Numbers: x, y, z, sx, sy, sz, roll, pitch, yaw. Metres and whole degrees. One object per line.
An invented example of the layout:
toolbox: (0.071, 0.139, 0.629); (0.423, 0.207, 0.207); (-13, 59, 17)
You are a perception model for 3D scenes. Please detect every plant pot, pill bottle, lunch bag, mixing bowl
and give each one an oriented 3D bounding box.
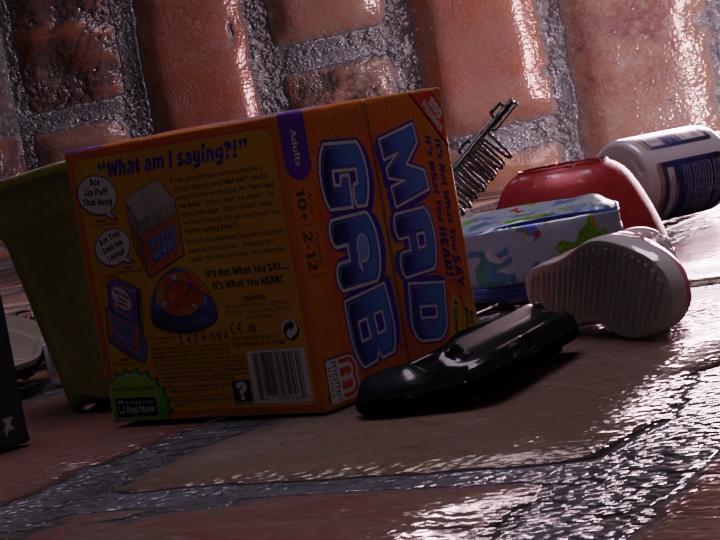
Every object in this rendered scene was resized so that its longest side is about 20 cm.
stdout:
plant pot: (-0.191, 0.004, 1.439); (0.200, 0.185, 0.200); (-15, 0, 0)
pill bottle: (0.397, -0.122, 2.257); (0.200, 0.111, 0.111); (-13, 5, -35)
lunch bag: (0.161, -0.019, 1.662); (0.160, 0.083, 0.200); (-9, 4, 2)
mixing bowl: (0.217, -0.057, 1.858); (0.199, 0.109, 0.200); (-11, 5, 1)

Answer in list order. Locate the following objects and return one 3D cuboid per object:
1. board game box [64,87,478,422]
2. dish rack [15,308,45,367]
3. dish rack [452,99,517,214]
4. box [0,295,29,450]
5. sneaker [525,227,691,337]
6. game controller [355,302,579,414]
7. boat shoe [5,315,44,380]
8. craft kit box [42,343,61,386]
board game box: (-0.060, -0.013, 1.301); (0.199, 0.201, 0.200); (-6, 7, 37)
dish rack: (-0.405, 0.083, 1.856); (0.199, 0.055, 0.153); (-11, 3, 6)
dish rack: (0.106, -0.091, 1.913); (0.200, 0.055, 0.153); (-51, 2, -19)
box: (-0.378, 0.091, 1.273); (0.200, 0.118, 0.196); (-4, 7, 43)
sneaker: (0.209, 0.002, 1.321); (0.104, 0.076, 0.200); (-17, 3, -21)
game controller: (0.073, 0.061, 1.196); (0.104, 0.042, 0.200); (-24, -3, 26)
boat shoe: (-0.326, 0.090, 1.620); (0.072, 0.063, 0.200); (17, 10, 2)
craft kit box: (-0.150, 0.060, 1.636); (0.199, 0.049, 0.197); (-7, 8, 34)
